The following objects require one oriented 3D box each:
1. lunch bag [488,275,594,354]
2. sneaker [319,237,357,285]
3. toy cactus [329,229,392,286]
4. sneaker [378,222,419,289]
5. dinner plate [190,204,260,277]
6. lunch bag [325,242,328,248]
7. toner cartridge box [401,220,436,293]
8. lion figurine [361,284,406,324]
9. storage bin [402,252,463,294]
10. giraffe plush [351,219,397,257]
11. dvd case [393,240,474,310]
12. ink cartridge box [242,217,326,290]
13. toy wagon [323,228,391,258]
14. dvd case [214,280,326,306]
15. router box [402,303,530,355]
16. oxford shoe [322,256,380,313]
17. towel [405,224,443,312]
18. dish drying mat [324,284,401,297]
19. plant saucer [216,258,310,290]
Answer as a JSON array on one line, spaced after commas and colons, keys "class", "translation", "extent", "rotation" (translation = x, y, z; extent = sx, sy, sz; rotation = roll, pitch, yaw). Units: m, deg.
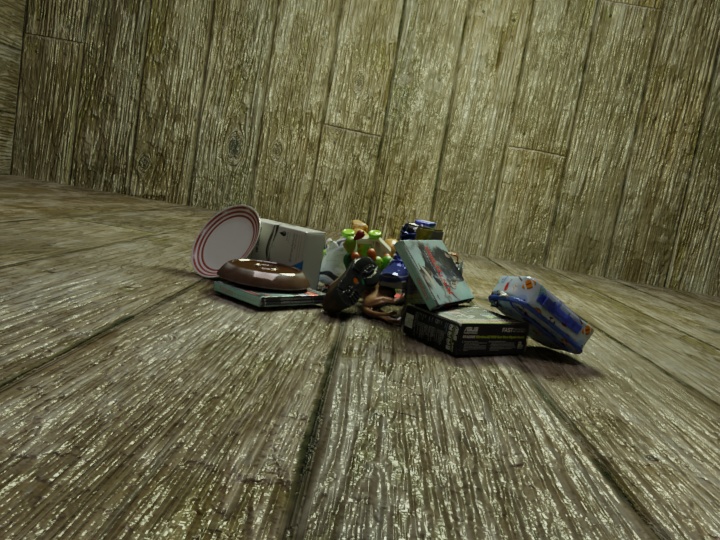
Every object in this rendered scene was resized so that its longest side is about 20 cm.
[{"class": "lunch bag", "translation": [0.354, 0.086, 1.275], "extent": [0.200, 0.076, 0.160], "rotation": [36, -7, -13]}, {"class": "sneaker", "translation": [-0.007, -0.017, 1.590], "extent": [0.199, 0.116, 0.075], "rotation": [6, 9, -22]}, {"class": "toy cactus", "translation": [0.000, 0.000, 1.510], "extent": [0.200, 0.165, 0.103], "rotation": [47, 21, -41]}, {"class": "sneaker", "translation": [0.100, -0.041, 1.414], "extent": [0.080, 0.116, 0.199], "rotation": [9, 24, 27]}, {"class": "dinner plate", "translation": [-0.315, -0.067, 1.514], "extent": [0.199, 0.201, 0.024], "rotation": [15, -19, 37]}, {"class": "lunch bag", "translation": [-0.183, -0.043, 1.712], "extent": [0.169, 0.128, 0.200], "rotation": [9, -7, 32]}, {"class": "toner cartridge box", "translation": [0.160, -0.035, 1.752], "extent": [0.043, 0.201, 0.095], "rotation": [13, 8, 18]}, {"class": "lion figurine", "translation": [0.043, 0.062, 1.387], "extent": [0.122, 0.073, 0.200], "rotation": [4, 10, 13]}, {"class": "storage bin", "translation": [0.179, 0.025, 1.561], "extent": [0.134, 0.146, 0.200], "rotation": [7, 7, 8]}, {"class": "giraffe plush", "translation": [0.049, -0.035, 1.786], "extent": [0.161, 0.173, 0.200], "rotation": [4, -25, -3]}, {"class": "dvd case", "translation": [0.150, 0.005, 1.275], "extent": [0.022, 0.146, 0.200], "rotation": [-35, -16, 28]}, {"class": "ink cartridge box", "translation": [-0.192, -0.038, 1.532], "extent": [0.199, 0.147, 0.084], "rotation": [13, 8, 32]}, {"class": "toy wagon", "translation": [-0.022, -0.032, 1.652], "extent": [0.199, 0.156, 0.040], "rotation": [3, 27, 2]}, {"class": "dvd case", "translation": [-0.183, 0.046, 1.341], "extent": [0.146, 0.022, 0.200], "rotation": [15, 8, 38]}, {"class": "router box", "translation": [0.205, 0.112, 1.237], "extent": [0.199, 0.063, 0.150], "rotation": [4, 9, -38]}, {"class": "oxford shoe", "translation": [-0.024, 0.028, 1.368], "extent": [0.084, 0.073, 0.200], "rotation": [-33, 3, 37]}, {"class": "towel", "translation": [0.139, 0.002, 1.389], "extent": [0.023, 0.201, 0.143], "rotation": [9, 0, 25]}, {"class": "dish drying mat", "translation": [0.014, 0.054, 1.603], "extent": [0.199, 0.018, 0.077], "rotation": [11, 8, 15]}, {"class": "plant saucer", "translation": [-0.203, 0.005, 1.365], "extent": [0.199, 0.032, 0.200], "rotation": [8, 8, -1]}]
